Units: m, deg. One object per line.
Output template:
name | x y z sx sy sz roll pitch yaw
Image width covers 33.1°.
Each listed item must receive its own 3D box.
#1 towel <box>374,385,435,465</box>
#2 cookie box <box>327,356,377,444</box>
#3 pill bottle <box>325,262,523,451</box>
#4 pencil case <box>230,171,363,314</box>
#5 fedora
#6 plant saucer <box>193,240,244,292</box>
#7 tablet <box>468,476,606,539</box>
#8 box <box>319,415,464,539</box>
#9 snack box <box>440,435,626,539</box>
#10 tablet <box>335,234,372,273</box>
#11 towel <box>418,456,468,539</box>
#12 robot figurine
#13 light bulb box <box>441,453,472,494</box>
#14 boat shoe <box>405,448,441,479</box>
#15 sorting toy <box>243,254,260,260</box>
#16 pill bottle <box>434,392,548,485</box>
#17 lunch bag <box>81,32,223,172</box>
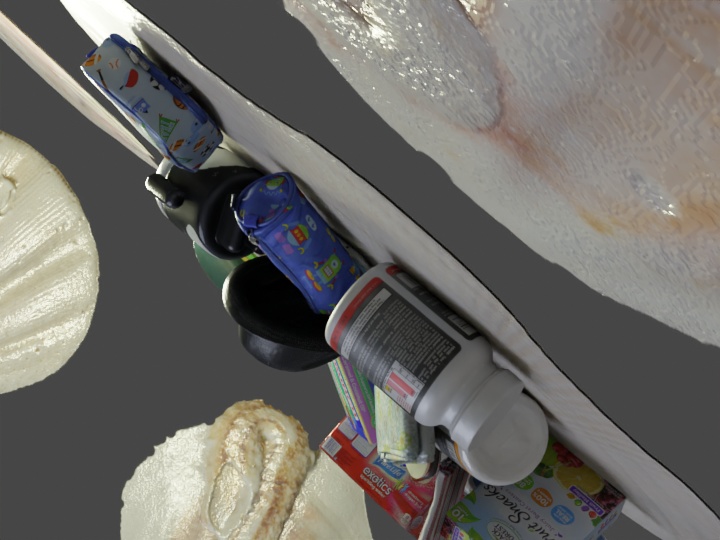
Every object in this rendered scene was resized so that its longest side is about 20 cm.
towel | 0.054 0.138 1.483 0.048 0.201 0.171 -1 172 -11
cookie box | 0.004 0.141 1.687 0.200 0.075 0.172 171 79 -82
pill bottle | 0.069 0.093 1.299 0.200 0.116 0.116 40 174 17
pencil case | -0.069 -0.026 1.406 0.078 0.087 0.200 18 156 42
fedora | -0.080 0.065 1.514 0.200 0.200 0.092 39 130 25
plant saucer | -0.170 -0.028 1.935 0.199 0.036 0.201 25 -140 -23
tablet | 0.238 0.329 1.567 0.014 0.129 0.200 97 152 -46
box | 0.047 0.301 1.820 0.200 0.100 0.096 38 173 32
snack box | 0.219 0.309 1.527 0.142 0.200 0.053 38 142 27
tablet | 0.000 0.000 1.570 0.130 0.014 0.200 37 173 38
towel | 0.104 0.300 1.561 0.030 0.147 0.200 17 -170 14
robot figurine | -0.182 -0.092 1.561 0.200 0.125 0.150 35 165 45
light bulb box | 0.168 0.259 1.828 0.200 0.125 0.198 39 174 37
boat shoe | 0.102 0.206 1.718 0.062 0.071 0.201 27 -133 -29
sorting toy | -0.121 0.001 1.809 0.185 0.037 0.200 38 176 -8
pill bottle | 0.139 0.181 1.491 0.116 0.116 0.200 43 175 -20
lunch bag | -0.245 -0.198 1.428 0.160 0.076 0.200 43 175 8
